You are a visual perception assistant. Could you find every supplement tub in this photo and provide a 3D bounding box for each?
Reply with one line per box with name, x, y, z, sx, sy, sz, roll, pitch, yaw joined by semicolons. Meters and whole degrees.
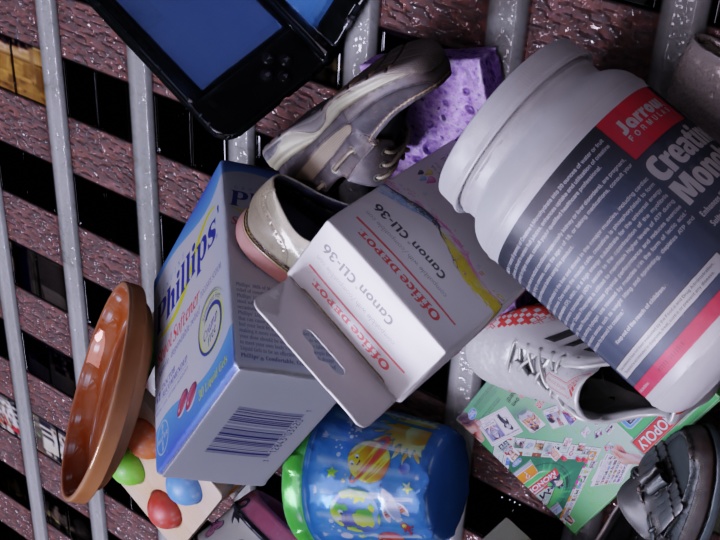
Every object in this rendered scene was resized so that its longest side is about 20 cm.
supplement tub;0.159;-0.028;0.683;0.200;0.140;0.141;43;134;14

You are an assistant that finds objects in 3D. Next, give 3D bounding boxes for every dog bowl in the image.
dog bowl;-0.058;0.286;1.077;0.199;0.074;0.200;38;173;5

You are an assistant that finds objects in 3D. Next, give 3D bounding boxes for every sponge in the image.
sponge;0.065;-0.066;0.865;0.111;0.030;0.202;7;118;38

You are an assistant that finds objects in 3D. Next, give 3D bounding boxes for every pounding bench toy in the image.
pounding bench toy;-0.178;0.135;1.096;0.200;0.156;0.124;47;135;9

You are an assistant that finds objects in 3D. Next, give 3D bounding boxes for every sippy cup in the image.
sippy cup;0.020;0.177;0.980;0.129;0.141;0.178;2;144;28

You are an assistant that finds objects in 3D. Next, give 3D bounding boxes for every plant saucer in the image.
plant saucer;-0.227;0.111;1.031;0.032;0.202;0.201;16;138;-20

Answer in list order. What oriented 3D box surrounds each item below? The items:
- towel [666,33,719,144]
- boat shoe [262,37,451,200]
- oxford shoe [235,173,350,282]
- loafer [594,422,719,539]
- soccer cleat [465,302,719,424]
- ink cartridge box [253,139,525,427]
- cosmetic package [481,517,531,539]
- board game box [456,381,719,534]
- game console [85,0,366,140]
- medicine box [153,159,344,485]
towel;0.262;-0.042;0.708;0.199;0.034;0.133;36;132;19
boat shoe;0.007;-0.104;0.833;0.074;0.074;0.199;53;146;-9
oxford shoe;0.000;0.000;0.856;0.199;0.071;0.074;29;144;-5
loafer;0.209;0.184;0.830;0.062;0.072;0.201;3;135;-4
soccer cleat;0.148;0.069;0.790;0.199;0.085;0.069;4;116;38
ink cartridge box;0.035;0.004;0.767;0.117;0.200;0.068;47;135;7
cosmetic package;0.152;0.305;0.889;0.200;0.071;0.106;41;130;19
board game box;0.171;0.100;0.870;0.134;0.029;0.201;43;134;12
game console;-0.103;-0.235;0.857;0.200;0.176;0.117;46;163;10
medicine box;-0.097;0.047;0.947;0.182;0.102;0.202;-52;37;44
